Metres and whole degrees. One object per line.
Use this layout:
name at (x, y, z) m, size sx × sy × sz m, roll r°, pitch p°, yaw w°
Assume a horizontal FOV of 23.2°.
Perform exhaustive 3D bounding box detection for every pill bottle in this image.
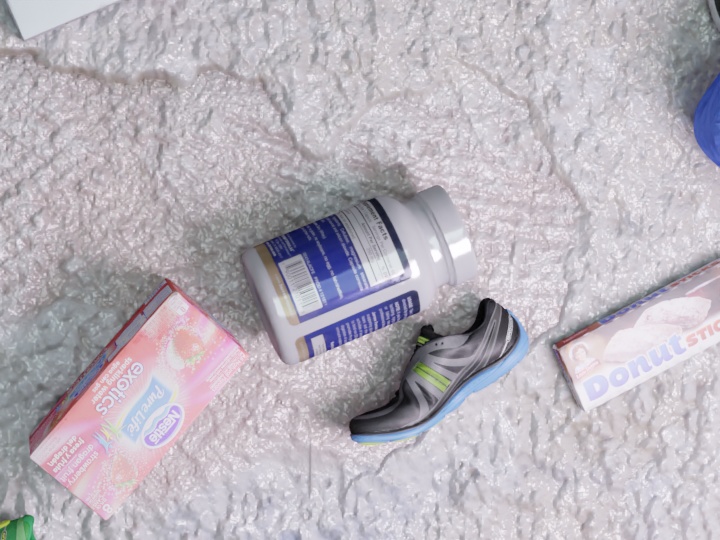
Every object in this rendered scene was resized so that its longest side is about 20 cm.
pill bottle at (0.000, 0.000, 1.623) m, size 0.199 × 0.116 × 0.116 m, roll -22°, pitch 100°, yaw -8°

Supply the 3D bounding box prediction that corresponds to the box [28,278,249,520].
box at (-0.204, 0.115, 1.605) m, size 0.095 × 0.103 × 0.200 m, roll 42°, pitch 87°, yaw -12°

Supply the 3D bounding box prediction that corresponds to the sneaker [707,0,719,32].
sneaker at (0.388, -0.317, 1.671) m, size 0.070 × 0.099 × 0.201 m, roll 12°, pitch 95°, yaw -13°

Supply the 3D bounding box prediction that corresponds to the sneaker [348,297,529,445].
sneaker at (0.067, 0.098, 1.675) m, size 0.199 × 0.071 × 0.083 m, roll -36°, pitch 96°, yaw -10°

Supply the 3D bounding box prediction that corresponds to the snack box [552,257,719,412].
snack box at (0.291, 0.062, 1.731) m, size 0.199 × 0.024 × 0.072 m, roll -27°, pitch 102°, yaw -7°

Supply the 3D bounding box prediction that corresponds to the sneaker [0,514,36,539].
sneaker at (-0.276, 0.313, 1.627) m, size 0.083 × 0.074 × 0.200 m, roll -36°, pitch 101°, yaw -1°

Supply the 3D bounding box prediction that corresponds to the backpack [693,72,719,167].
backpack at (0.416, -0.125, 1.662) m, size 0.200 × 0.168 × 0.163 m, roll 35°, pitch 86°, yaw -8°

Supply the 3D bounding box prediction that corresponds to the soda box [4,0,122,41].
soda box at (-0.224, -0.272, 1.576) m, size 0.199 × 0.068 × 0.064 m, roll -25°, pitch 100°, yaw -7°
